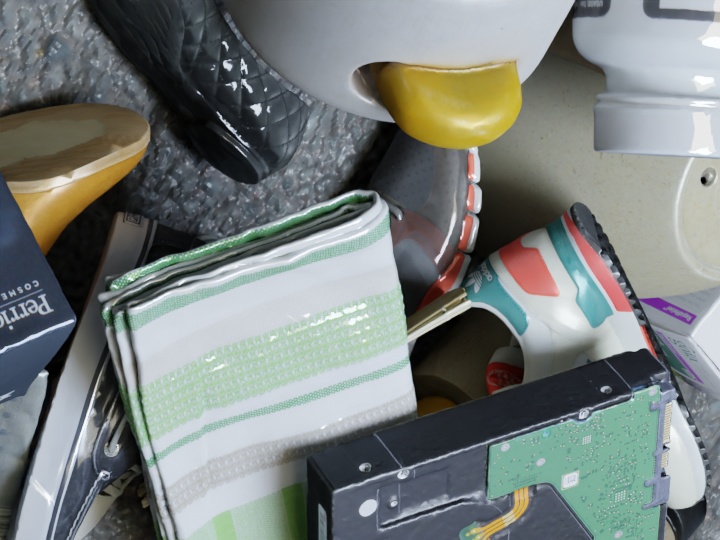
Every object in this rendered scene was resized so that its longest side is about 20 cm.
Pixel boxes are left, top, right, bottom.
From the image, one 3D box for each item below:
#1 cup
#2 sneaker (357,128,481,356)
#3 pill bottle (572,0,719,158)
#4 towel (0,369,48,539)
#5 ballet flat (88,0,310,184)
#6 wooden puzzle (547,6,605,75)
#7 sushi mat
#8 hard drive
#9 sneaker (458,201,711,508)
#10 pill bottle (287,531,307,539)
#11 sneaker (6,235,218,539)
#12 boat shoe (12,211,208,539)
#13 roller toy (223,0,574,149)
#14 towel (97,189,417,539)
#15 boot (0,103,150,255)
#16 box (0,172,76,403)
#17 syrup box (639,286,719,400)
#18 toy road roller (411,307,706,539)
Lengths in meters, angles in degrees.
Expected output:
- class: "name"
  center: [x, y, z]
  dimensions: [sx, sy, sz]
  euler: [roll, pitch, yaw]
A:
- class: "cup"
  center: [0.168, -0.065, 1.622]
  dimensions: [0.200, 0.143, 0.201]
  euler: [-15, 117, -32]
- class: "sneaker"
  center: [0.000, 0.000, 1.572]
  dimensions: [0.082, 0.077, 0.200]
  euler: [15, 99, -34]
- class: "pill bottle"
  center: [0.164, -0.157, 1.465]
  dimensions: [0.111, 0.111, 0.200]
  euler: [2, 93, -37]
- class: "towel"
  center: [-0.254, 0.093, 1.396]
  dimensions: [0.200, 0.035, 0.193]
  euler: [-1, 123, -23]
- class: "ballet flat"
  center: [-0.087, -0.124, 1.467]
  dimensions: [0.057, 0.066, 0.200]
  euler: [-58, 139, -26]
- class: "wooden puzzle"
  center: [0.152, -0.203, 1.544]
  dimensions: [0.200, 0.185, 0.037]
  euler: [-68, 166, 7]
- class: "sushi mat"
  center: [-0.030, 0.065, 1.508]
  dimensions: [0.200, 0.096, 0.012]
  euler: [-32, 89, -2]
- class: "hard drive"
  center: [0.067, 0.127, 1.503]
  dimensions: [0.200, 0.038, 0.140]
  euler: [-17, 130, -20]
- class: "sneaker"
  center: [0.119, 0.059, 1.578]
  dimensions: [0.093, 0.070, 0.200]
  euler: [-25, 122, 6]
- class: "pill bottle"
  center: [-0.038, 0.194, 1.595]
  dimensions: [0.112, 0.112, 0.200]
  euler: [-28, 127, -25]
- class: "sneaker"
  center: [-0.118, 0.071, 1.514]
  dimensions: [0.072, 0.072, 0.200]
  euler: [38, 86, -42]
- class: "boat shoe"
  center: [-0.123, 0.073, 1.456]
  dimensions: [0.068, 0.072, 0.200]
  euler: [19, 95, -6]
- class: "roller toy"
  center: [0.025, -0.171, 1.430]
  dimensions: [0.182, 0.200, 0.140]
  euler: [-50, 172, -34]
- class: "towel"
  center: [-0.041, 0.065, 1.432]
  dimensions: [0.149, 0.031, 0.200]
  euler: [-19, 129, -12]
- class: "boot"
  center: [-0.186, 0.011, 1.445]
  dimensions: [0.201, 0.071, 0.144]
  euler: [-25, 128, -21]
- class: "box"
  center: [-0.245, -0.019, 1.289]
  dimensions: [0.148, 0.107, 0.200]
  euler: [-24, 80, -28]
- class: "syrup box"
  center: [0.250, -0.023, 1.742]
  dimensions: [0.200, 0.081, 0.079]
  euler: [-49, 128, -9]
- class: "toy road roller"
  center: [0.083, 0.126, 1.658]
  dimensions: [0.200, 0.146, 0.123]
  euler: [54, 51, -10]
